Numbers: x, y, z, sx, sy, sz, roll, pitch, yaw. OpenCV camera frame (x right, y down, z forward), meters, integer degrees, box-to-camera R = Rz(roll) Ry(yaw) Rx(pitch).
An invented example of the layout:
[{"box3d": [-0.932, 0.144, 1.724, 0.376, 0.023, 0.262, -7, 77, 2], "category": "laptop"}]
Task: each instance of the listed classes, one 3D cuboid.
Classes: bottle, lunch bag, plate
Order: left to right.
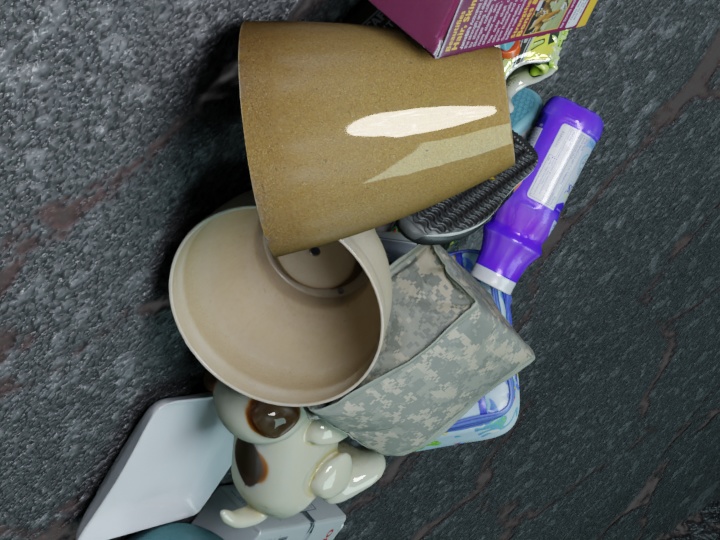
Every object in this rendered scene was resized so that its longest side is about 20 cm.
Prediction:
[{"box3d": [-0.196, 0.194, 1.720, 0.199, 0.032, 0.200, -5, 134, -55], "category": "plate"}, {"box3d": [0.044, 0.086, 1.595, 0.200, 0.118, 0.164, -40, 146, 8], "category": "lunch bag"}, {"box3d": [0.085, 0.082, 1.732, 0.160, 0.201, 0.083, -10, 157, 10], "category": "lunch bag"}, {"box3d": [0.175, -0.074, 1.650, 0.201, 0.065, 0.084, -63, 175, 1], "category": "bottle"}]

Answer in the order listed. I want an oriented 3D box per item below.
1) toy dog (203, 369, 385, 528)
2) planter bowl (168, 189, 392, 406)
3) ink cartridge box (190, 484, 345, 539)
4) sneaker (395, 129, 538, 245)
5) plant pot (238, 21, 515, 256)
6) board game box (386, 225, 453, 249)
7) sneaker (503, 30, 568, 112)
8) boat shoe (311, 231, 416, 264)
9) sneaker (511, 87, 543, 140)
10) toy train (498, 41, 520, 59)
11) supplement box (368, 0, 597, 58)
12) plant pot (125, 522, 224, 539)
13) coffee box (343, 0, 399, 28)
[{"box3d": [-0.089, 0.151, 1.664, 0.193, 0.140, 0.200, -33, 141, -13], "category": "toy dog"}, {"box3d": [-0.057, 0.004, 1.486, 0.201, 0.200, 0.135, -62, 178, 32], "category": "planter bowl"}, {"box3d": [-0.129, 0.332, 1.982, 0.147, 0.083, 0.200, -53, 154, 16], "category": "ink cartridge box"}, {"box3d": [0.093, -0.060, 1.556, 0.200, 0.070, 0.090, -38, 167, -44], "category": "sneaker"}, {"box3d": [0.018, -0.117, 1.289, 0.199, 0.187, 0.187, -8, 154, 6], "category": "plant pot"}, {"box3d": [0.102, -0.066, 1.803, 0.200, 0.023, 0.105, -41, 153, -9], "category": "board game box"}, {"box3d": [0.175, -0.230, 1.597, 0.200, 0.076, 0.075, -47, 154, 1], "category": "sneaker"}, {"box3d": [0.000, 0.001, 1.644, 0.200, 0.072, 0.070, -2, 125, -36], "category": "boat shoe"}, {"box3d": [0.129, -0.084, 1.715, 0.200, 0.079, 0.131, -40, 137, -10], "category": "sneaker"}, {"box3d": [0.135, -0.280, 1.455, 0.150, 0.055, 0.201, -28, 143, -61], "category": "toy train"}, {"box3d": [0.110, -0.255, 1.264, 0.200, 0.103, 0.131, -18, 144, -46], "category": "supplement box"}, {"box3d": [-0.204, 0.359, 1.816, 0.200, 0.200, 0.135, -54, -168, 18], "category": "plant pot"}, {"box3d": [0.039, -0.161, 1.480, 0.114, 0.080, 0.200, -43, 157, -7], "category": "coffee box"}]
